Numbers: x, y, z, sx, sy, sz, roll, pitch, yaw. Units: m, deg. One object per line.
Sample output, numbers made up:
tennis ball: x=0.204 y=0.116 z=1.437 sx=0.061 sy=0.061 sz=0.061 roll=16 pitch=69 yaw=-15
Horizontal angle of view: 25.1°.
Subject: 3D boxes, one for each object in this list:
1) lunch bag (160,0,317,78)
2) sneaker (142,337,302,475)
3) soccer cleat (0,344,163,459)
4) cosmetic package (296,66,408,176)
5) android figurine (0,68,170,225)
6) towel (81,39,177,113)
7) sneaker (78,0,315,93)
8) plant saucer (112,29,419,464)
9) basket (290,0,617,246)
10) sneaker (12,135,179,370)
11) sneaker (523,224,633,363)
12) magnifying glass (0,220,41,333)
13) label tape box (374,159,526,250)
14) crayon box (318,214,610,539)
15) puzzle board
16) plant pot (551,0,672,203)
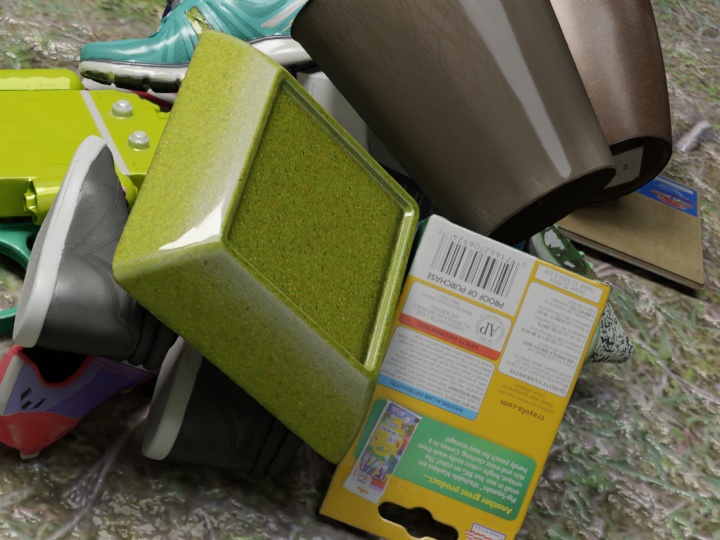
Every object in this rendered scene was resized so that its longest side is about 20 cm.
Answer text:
lunch bag: x=-0.070 y=-0.204 z=1.312 sx=0.199 sy=0.133 sz=0.136 roll=17 pitch=19 yaw=-18
sneaker: x=-0.059 y=0.037 z=1.012 sx=0.099 sy=0.071 sz=0.201 roll=23 pitch=72 yaw=-16
soccer cleat: x=-0.160 y=0.041 z=1.001 sx=0.067 sy=0.077 sz=0.200 roll=33 pitch=37 yaw=12
cosmetic package: x=0.044 y=-0.114 z=1.271 sx=0.081 sy=0.113 sz=0.200 roll=18 pitch=25 yaw=41
android figurine: x=-0.204 y=-0.086 z=1.116 sx=0.199 sy=0.041 sz=0.182 roll=-4 pitch=35 yaw=-21
towel: x=-0.157 y=-0.092 z=1.219 sx=0.144 sy=0.023 sz=0.200 roll=24 pitch=37 yaw=-5
sneaker: x=-0.115 y=-0.178 z=1.212 sx=0.199 sy=0.080 sz=0.077 roll=-12 pitch=3 yaw=-11
plant saucer: x=-0.036 y=-0.022 z=0.958 sx=0.200 sy=0.048 sz=0.200 roll=43 pitch=44 yaw=-31
basket: x=0.078 y=-0.124 z=1.104 sx=0.180 sy=0.136 sz=0.200 roll=-30 pitch=78 yaw=-2
sneaker: x=-0.143 y=-0.007 z=0.967 sx=0.099 sy=0.071 sz=0.200 roll=20 pitch=30 yaw=-14
sneaker: x=0.144 y=0.004 z=1.209 sx=0.088 sy=0.077 sz=0.200 roll=16 pitch=40 yaw=-35
magnifying glass: x=-0.208 y=-0.018 z=1.079 sx=0.080 sy=0.022 sz=0.200 roll=40 pitch=43 yaw=16
label tape box: x=0.000 y=0.000 z=1.119 sx=0.199 sy=0.066 sz=0.144 roll=25 pitch=53 yaw=-2
crayon box: x=0.064 y=0.081 z=1.033 sx=0.125 sy=0.201 sz=0.052 roll=22 pitch=-5 yaw=-4
puzzle board: x=0.201 y=-0.061 z=1.391 sx=0.199 sy=0.017 sz=0.151 roll=22 pitch=35 yaw=-5
plant pot: x=0.182 y=-0.163 z=1.370 sx=0.186 sy=0.187 sz=0.200 roll=-1 pitch=57 yaw=-31
